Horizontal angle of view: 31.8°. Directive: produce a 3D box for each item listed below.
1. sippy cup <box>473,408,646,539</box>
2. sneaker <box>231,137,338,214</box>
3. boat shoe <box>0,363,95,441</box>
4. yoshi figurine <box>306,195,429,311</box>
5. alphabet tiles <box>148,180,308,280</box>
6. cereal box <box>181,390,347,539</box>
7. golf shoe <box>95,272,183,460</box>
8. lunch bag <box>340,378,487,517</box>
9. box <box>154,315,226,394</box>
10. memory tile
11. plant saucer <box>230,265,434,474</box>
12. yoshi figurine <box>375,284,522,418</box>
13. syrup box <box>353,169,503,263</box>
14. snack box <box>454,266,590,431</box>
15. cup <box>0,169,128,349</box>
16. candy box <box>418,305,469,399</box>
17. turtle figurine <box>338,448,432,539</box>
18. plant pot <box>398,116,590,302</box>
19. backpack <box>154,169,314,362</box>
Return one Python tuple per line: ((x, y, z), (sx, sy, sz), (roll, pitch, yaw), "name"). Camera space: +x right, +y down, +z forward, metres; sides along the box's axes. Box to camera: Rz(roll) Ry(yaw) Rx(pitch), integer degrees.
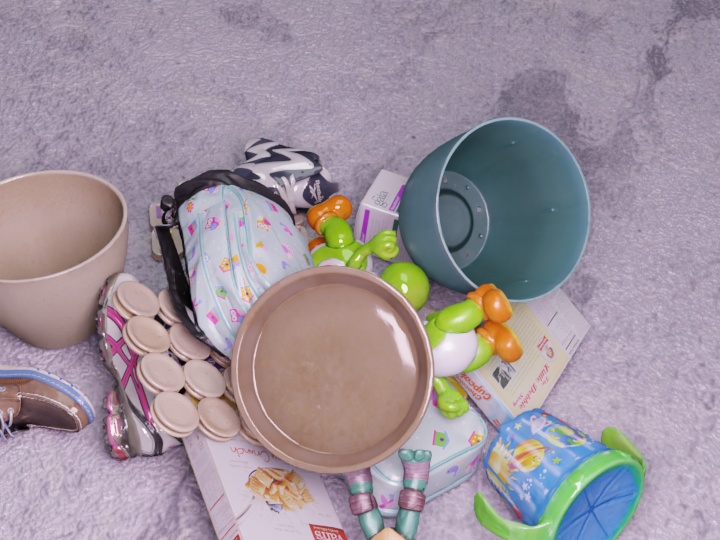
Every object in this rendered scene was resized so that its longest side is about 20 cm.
((0.203, 0.217, 1.315), (0.177, 0.140, 0.130), (22, 12, -48), "sippy cup")
((-0.095, -0.095, 1.593), (0.129, 0.080, 0.200), (5, 32, 7), "sneaker")
((-0.378, 0.144, 1.337), (0.199, 0.073, 0.073), (12, 47, 18), "boat shoe")
((0.014, -0.001, 1.454), (0.112, 0.112, 0.200), (27, 20, -41), "yoshi figurine")
((-0.168, -0.052, 1.607), (0.198, 0.015, 0.196), (-2, 44, -11), "alphabet tiles")
((-0.099, 0.215, 1.277), (0.143, 0.040, 0.201), (17, 32, -42), "cereal box")
((-0.229, 0.098, 1.346), (0.091, 0.073, 0.202), (-10, 78, 6), "golf shoe")
((0.024, 0.163, 1.370), (0.160, 0.077, 0.200), (-25, 53, -29), "lunch bag")
((-0.139, 0.074, 1.437), (0.199, 0.079, 0.141), (-26, 51, -31), "box")
((-0.171, 0.096, 1.302), (0.153, 0.017, 0.201), (12, 39, -40), "memory tile")
((-0.027, 0.096, 1.229), (0.198, 0.029, 0.202), (0, 87, 6), "plant saucer")
((0.071, 0.099, 1.297), (0.199, 0.112, 0.113), (-25, 77, -7), "yoshi figurine")
((0.098, -0.048, 1.597), (0.199, 0.082, 0.079), (20, 44, 10), "syrup box")
((0.185, 0.086, 1.464), (0.116, 0.037, 0.200), (50, 47, -10), "snack box")
((-0.350, 0.002, 1.417), (0.199, 0.144, 0.201), (-2, 40, 1), "cup")
((0.059, 0.077, 1.496), (0.199, 0.027, 0.102), (26, 37, 17), "candy box")
((0.027, 0.278, 1.221), (0.149, 0.101, 0.201), (0, 69, -7), "turtle figurine")
((0.135, -0.064, 1.440), (0.199, 0.202, 0.161), (-17, 6, -25), "plant pot")
((-0.121, 0.000, 1.338), (0.166, 0.126, 0.201), (27, 38, -39), "backpack")
